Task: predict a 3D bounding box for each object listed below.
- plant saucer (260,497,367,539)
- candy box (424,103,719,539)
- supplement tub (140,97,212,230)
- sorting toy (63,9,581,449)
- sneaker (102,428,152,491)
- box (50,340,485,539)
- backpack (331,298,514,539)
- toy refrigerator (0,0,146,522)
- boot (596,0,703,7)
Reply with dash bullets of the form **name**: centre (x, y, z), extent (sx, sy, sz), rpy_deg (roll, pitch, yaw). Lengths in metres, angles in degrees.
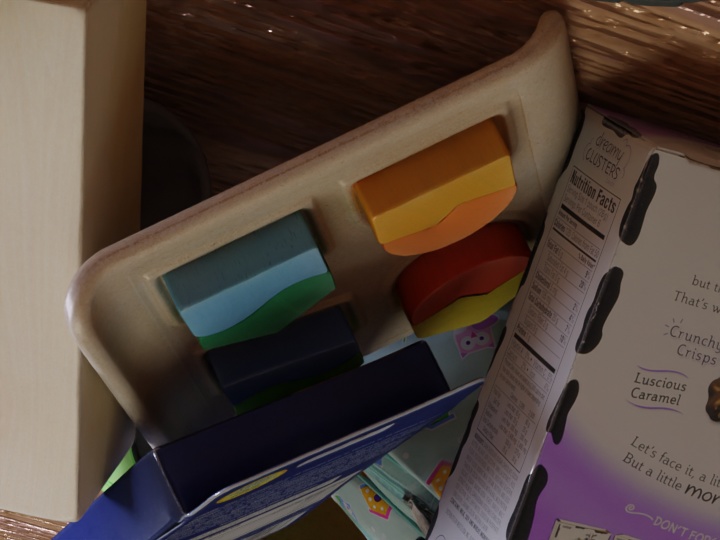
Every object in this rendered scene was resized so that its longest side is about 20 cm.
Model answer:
- **plant saucer**: centre (0.008, 0.116, 1.300), extent (0.199, 0.200, 0.049), rpy_deg (21, 116, -13)
- **candy box**: centre (0.132, 0.060, 1.029), extent (0.167, 0.201, 0.072), rpy_deg (16, -169, -20)
- **supplement tub**: centre (-0.123, -0.009, 1.138), extent (0.107, 0.107, 0.200), rpy_deg (16, 161, -15)
- **sorting toy**: centre (0.000, 0.000, 1.022), extent (0.199, 0.037, 0.185), rpy_deg (-30, 158, -3)
- **sneaker**: centre (-0.045, 0.048, 1.228), extent (0.077, 0.084, 0.200), rpy_deg (35, -153, 16)
- **box**: centre (-0.044, 0.078, 1.057), extent (0.121, 0.033, 0.200), rpy_deg (-21, 171, -30)
- **backpack**: centre (0.063, 0.067, 1.160), extent (0.200, 0.167, 0.127), rpy_deg (38, 155, 27)
- **toy refrigerator**: centre (-0.121, -0.018, 0.995), extent (0.076, 0.070, 0.201), rpy_deg (10, 118, 13)
- **boot**: centre (0.122, -0.118, 0.752), extent (0.199, 0.068, 0.131), rpy_deg (6, 155, 11)
